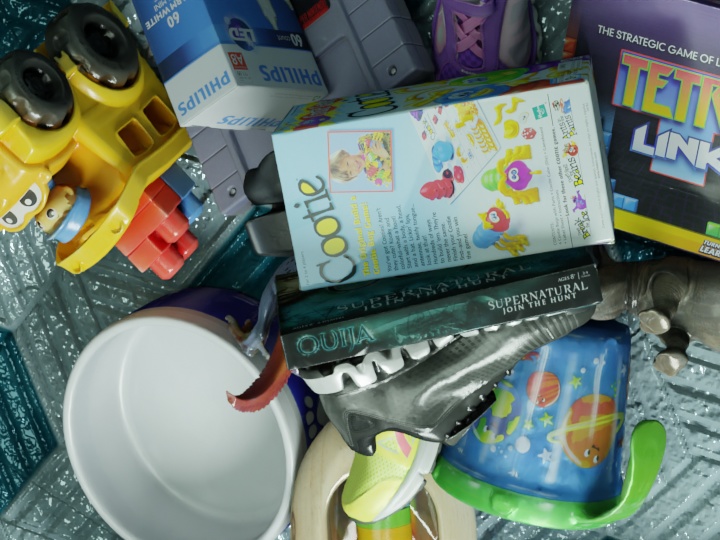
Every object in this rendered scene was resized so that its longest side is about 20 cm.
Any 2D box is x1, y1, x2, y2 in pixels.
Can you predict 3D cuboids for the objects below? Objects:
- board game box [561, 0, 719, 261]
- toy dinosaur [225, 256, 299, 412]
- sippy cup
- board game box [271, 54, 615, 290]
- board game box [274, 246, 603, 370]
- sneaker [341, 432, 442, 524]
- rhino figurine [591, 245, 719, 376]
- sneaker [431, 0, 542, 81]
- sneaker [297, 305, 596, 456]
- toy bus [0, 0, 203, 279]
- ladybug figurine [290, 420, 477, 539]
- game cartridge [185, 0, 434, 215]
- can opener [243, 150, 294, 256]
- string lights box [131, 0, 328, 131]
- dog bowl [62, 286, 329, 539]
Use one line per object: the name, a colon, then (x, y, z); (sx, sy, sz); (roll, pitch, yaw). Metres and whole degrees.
board game box: (0.224, -0.097, 1.518); (0.199, 0.057, 0.167); (17, 116, 21)
toy dinosaur: (0.000, 0.000, 1.620); (0.105, 0.201, 0.182); (33, 116, -19)
sippy cup: (0.125, 0.090, 1.601); (0.176, 0.140, 0.132); (14, 103, 10)
board game box: (0.055, -0.063, 1.490); (0.198, 0.103, 0.106); (-9, 103, 8)
board game box: (0.045, 0.011, 1.494); (0.198, 0.135, 0.028); (-12, 106, -1)
sneaker: (0.016, 0.073, 1.602); (0.090, 0.078, 0.202); (17, 95, -21)
rhino figurine: (0.210, 0.023, 1.546); (0.198, 0.088, 0.060); (10, 128, 19)
sneaker: (0.079, -0.180, 1.544); (0.080, 0.088, 0.202); (19, 119, 17)
sneaker: (0.065, 0.065, 1.535); (0.198, 0.067, 0.091); (-19, 108, 6)
toy bus: (-0.198, -0.067, 1.674); (0.192, 0.200, 0.136); (48, 125, -5)
ladybug figurine: (0.018, 0.182, 1.706); (0.134, 0.072, 0.202); (1, 102, 4)
game cartridge: (-0.049, -0.142, 1.636); (0.199, 0.038, 0.130); (-35, 74, 33)
can opener: (0.014, -0.070, 1.579); (0.198, 0.063, 0.079); (-16, 104, 10)
string lights box: (-0.106, -0.196, 1.593); (0.059, 0.102, 0.201); (-32, 73, 32)
dog bowl: (-0.120, 0.117, 1.762); (0.198, 0.079, 0.202); (9, 112, 25)
